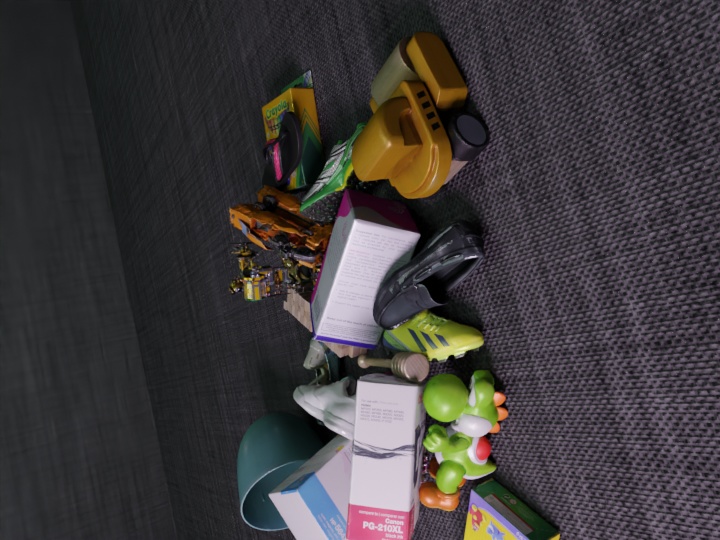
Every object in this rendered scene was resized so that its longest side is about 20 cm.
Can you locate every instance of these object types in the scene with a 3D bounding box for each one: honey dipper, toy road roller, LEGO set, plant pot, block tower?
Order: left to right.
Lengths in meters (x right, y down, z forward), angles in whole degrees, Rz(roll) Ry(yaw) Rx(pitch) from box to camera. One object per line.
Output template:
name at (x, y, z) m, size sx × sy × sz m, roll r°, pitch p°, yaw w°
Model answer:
plant pot at (-0.159, 0.389, 1.171) m, size 0.161 × 0.198 × 0.203 m, roll -123°, pitch 38°, yaw -50°
LEGO set at (-0.139, -0.026, 1.037) m, size 0.154 × 0.197 × 0.118 m, roll -141°, pitch 47°, yaw -71°
block tower at (-0.066, 0.083, 1.048) m, size 0.199 × 0.053 × 0.059 m, roll 32°, pitch 124°, yaw 44°
honey dipper at (0.037, 0.134, 0.839) m, size 0.200 × 0.037 × 0.039 m, roll 166°, pitch 93°, yaw -67°
toy road roller at (0.052, -0.187, 0.720) m, size 0.123 × 0.144 × 0.202 m, roll -43°, pitch 63°, yaw 52°

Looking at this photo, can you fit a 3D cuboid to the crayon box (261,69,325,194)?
crayon box at (-0.125, -0.248, 1.063) m, size 0.125 × 0.051 × 0.203 m, roll -5°, pitch 94°, yaw 57°

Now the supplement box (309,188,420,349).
supplement box at (0.000, 0.000, 0.846) m, size 0.102 × 0.102 × 0.202 m, roll -105°, pitch 29°, yaw -57°

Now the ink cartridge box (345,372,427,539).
ink cartridge box at (0.041, 0.249, 0.794) m, size 0.145 × 0.083 × 0.203 m, roll 33°, pitch -119°, yaw -76°

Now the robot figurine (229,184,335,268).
robot figurine at (-0.119, -0.074, 0.995) m, size 0.199 × 0.145 × 0.059 m, roll 30°, pitch 137°, yaw 21°

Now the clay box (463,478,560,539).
clay box at (0.187, 0.396, 0.762) m, size 0.114 × 0.047 × 0.203 m, roll 29°, pitch 121°, yaw 50°

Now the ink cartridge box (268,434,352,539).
ink cartridge box at (-0.024, 0.354, 0.959) m, size 0.126 × 0.199 × 0.128 m, roll 56°, pitch 144°, yaw 3°

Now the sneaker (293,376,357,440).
sneaker at (-0.043, 0.216, 0.983) m, size 0.199 × 0.075 × 0.089 m, roll 11°, pitch 70°, yaw 58°

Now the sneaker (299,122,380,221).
sneaker at (-0.027, -0.148, 0.915) m, size 0.199 × 0.077 × 0.086 m, roll -38°, pitch 54°, yaw 33°

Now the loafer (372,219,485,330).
loafer at (0.085, 0.020, 0.760) m, size 0.201 × 0.067 × 0.071 m, roll -47°, pitch 40°, yaw 32°

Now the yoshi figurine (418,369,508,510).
yoshi figurine at (0.116, 0.213, 0.773) m, size 0.112 × 0.111 × 0.202 m, roll 46°, pitch 132°, yaw 49°

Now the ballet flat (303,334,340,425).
ballet flat at (-0.071, 0.194, 1.086) m, size 0.074 × 0.073 × 0.203 m, roll -15°, pitch 85°, yaw 57°

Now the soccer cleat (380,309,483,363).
soccer cleat at (0.090, 0.081, 0.812) m, size 0.199 × 0.064 × 0.085 m, roll -6°, pitch 91°, yaw 58°

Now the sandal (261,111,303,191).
sandal at (-0.150, -0.193, 1.027) m, size 0.076 × 0.045 × 0.201 m, roll 63°, pitch 144°, yaw 24°

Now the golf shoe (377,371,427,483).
golf shoe at (0.056, 0.262, 0.917) m, size 0.092 × 0.072 × 0.203 m, roll 140°, pitch 123°, yaw -71°
